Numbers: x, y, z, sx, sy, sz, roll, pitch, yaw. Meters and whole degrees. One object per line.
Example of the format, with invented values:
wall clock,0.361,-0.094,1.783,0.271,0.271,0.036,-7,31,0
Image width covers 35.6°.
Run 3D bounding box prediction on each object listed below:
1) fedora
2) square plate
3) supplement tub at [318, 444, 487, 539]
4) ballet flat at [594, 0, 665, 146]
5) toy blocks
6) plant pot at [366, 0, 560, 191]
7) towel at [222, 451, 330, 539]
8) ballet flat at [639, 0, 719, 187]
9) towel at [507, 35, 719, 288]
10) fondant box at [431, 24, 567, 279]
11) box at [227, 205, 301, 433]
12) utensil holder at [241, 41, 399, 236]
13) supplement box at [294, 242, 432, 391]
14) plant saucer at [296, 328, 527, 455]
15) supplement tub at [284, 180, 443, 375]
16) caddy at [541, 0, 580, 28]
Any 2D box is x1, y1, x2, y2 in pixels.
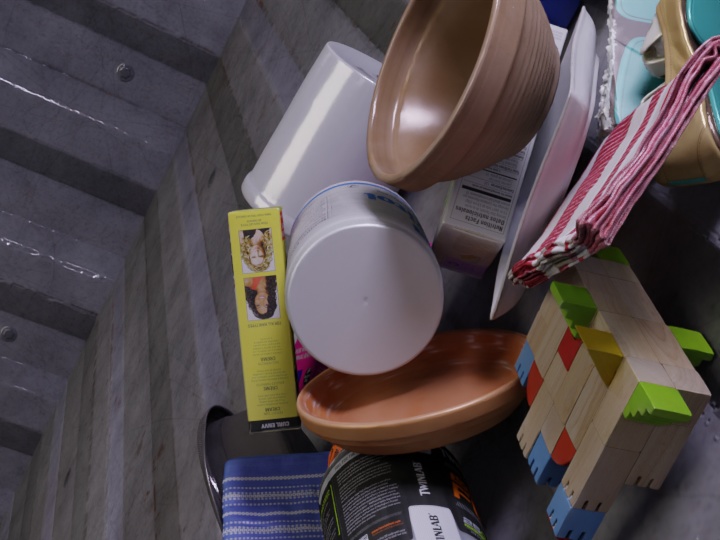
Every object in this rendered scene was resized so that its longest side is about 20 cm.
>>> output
fedora,-0.092,0.218,1.176,0.090,0.177,0.200,-28,49,9
square plate,0.151,-0.086,0.889,0.200,0.028,0.199,-67,-7,-57
supplement tub,0.033,0.206,0.860,0.123,0.122,0.200,-59,21,21
ballet flat,0.219,-0.177,0.881,0.072,0.072,0.201,-19,51,64
toy blocks,0.153,0.086,0.746,0.200,0.100,0.137,-103,29,-58
plant pot,0.089,-0.148,0.868,0.201,0.092,0.201,-52,27,41
towel,-0.056,0.242,1.035,0.200,0.144,0.024,-99,9,-54
ballet flat,0.228,-0.144,0.800,0.063,0.069,0.200,-21,45,34
towel,0.158,-0.061,0.720,0.144,0.023,0.200,-55,-1,-11
fondant box,0.119,-0.106,1.002,0.144,0.058,0.201,98,-169,-77
box,-0.087,0.043,1.029,0.075,0.050,0.201,-123,27,-86
utensil holder,-0.019,-0.141,1.312,0.200,0.170,0.170,-58,22,17
supplement box,-0.002,0.058,1.145,0.101,0.103,0.201,-26,43,63
plant saucer,0.049,0.097,0.894,0.200,0.200,0.038,-152,47,-70
supplement tub,0.000,0.000,0.979,0.132,0.132,0.200,-63,10,12
caddy,0.134,-0.271,1.135,0.200,0.105,0.142,-46,28,46
